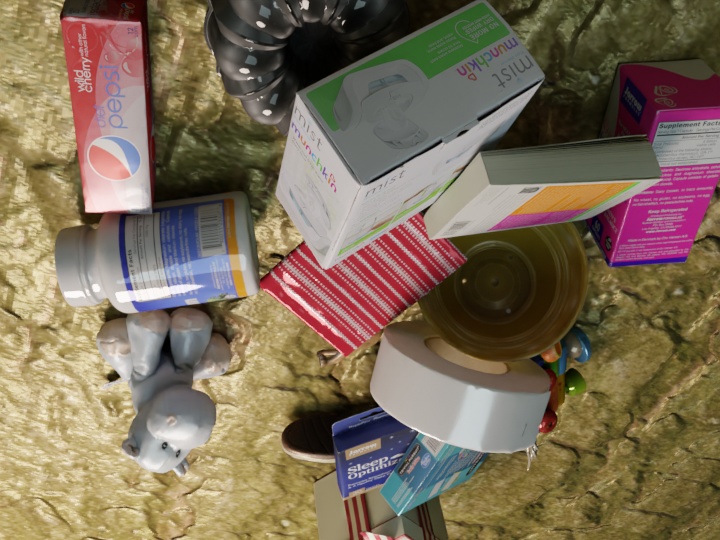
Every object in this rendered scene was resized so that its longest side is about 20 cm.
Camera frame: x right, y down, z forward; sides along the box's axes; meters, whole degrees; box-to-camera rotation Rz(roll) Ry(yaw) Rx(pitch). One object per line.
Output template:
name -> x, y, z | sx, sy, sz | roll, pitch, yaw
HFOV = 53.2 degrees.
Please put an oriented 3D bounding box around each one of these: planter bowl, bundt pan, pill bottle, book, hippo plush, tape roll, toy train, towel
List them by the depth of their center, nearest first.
bundt pan -> -0.044, -0.206, 0.654 | 0.197, 0.077, 0.204 | -6, 133, -6
book -> 0.178, -0.076, 0.719 | 0.196, 0.049, 0.134 | -8, 163, -23
pill bottle -> -0.211, -0.016, 0.763 | 0.196, 0.113, 0.113 | -8, 133, -3
towel -> 0.000, 0.000, 0.794 | 0.199, 0.023, 0.144 | -39, 114, 23
tape roll -> 0.113, 0.127, 0.821 | 0.199, 0.202, 0.072 | 12, 102, -20
planter bowl -> 0.161, 0.008, 0.850 | 0.197, 0.204, 0.083 | -16, 169, 4
hippo plush -> -0.253, 0.152, 0.869 | 0.199, 0.162, 0.159 | -35, 129, 19
toy train -> 0.276, 0.183, 1.035 | 0.114, 0.084, 0.203 | -23, 122, -21

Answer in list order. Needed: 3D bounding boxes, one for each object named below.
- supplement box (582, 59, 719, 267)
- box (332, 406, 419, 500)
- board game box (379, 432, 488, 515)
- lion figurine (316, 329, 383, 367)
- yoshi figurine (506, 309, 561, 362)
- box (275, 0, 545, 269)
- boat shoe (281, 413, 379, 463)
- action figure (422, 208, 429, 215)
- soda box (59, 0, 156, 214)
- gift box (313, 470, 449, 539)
supplement box -> 0.323, -0.114, 0.791 | 0.101, 0.102, 0.203 | -3, 131, -7
box -> 0.022, 0.254, 1.009 | 0.119, 0.033, 0.202 | -17, 141, -11
board game box -> 0.133, 0.260, 1.045 | 0.198, 0.047, 0.152 | -3, 130, -52
lion figurine -> 0.005, 0.047, 0.902 | 0.120, 0.073, 0.201 | -9, 147, -16
yoshi figurine -> 0.172, 0.111, 0.955 | 0.197, 0.114, 0.112 | -18, 155, 27
box -> 0.036, -0.113, 0.638 | 0.198, 0.097, 0.177 | -32, 169, -20
boat shoe -> -0.022, 0.263, 1.076 | 0.198, 0.076, 0.076 | 1, 137, -13
action figure -> 0.022, -0.049, 0.810 | 0.197, 0.067, 0.052 | -18, 155, 15
soda box -> -0.230, -0.151, 0.673 | 0.068, 0.064, 0.203 | 0, 131, -11
gift box -> 0.023, 0.413, 1.139 | 0.184, 0.189, 0.199 | -37, 129, 21
